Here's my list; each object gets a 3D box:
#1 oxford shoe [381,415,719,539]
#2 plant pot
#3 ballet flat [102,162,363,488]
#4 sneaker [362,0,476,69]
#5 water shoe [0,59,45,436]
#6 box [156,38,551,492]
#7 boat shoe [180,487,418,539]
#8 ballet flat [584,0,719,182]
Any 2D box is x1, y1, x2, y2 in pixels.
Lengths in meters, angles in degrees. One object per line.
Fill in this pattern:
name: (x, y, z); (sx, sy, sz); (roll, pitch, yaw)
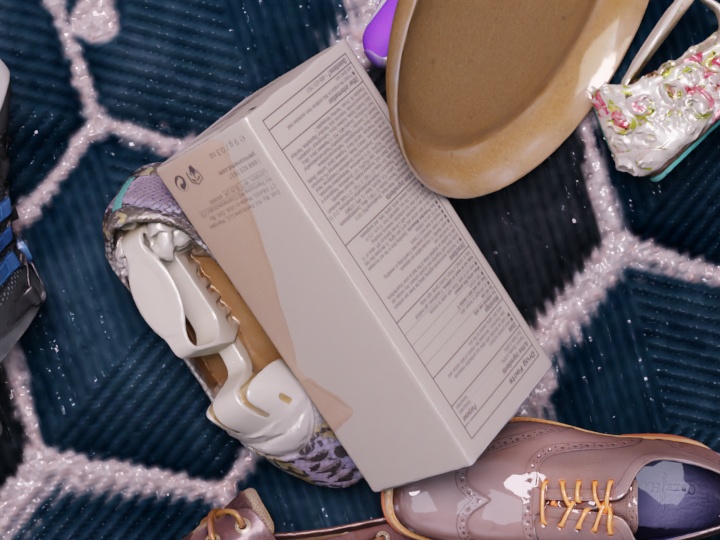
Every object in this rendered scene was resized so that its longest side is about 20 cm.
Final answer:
oxford shoe: (0.111, 0.114, 0.844); (0.197, 0.073, 0.072); (-3, 91, -12)
plant pot: (0.078, -0.130, 0.780); (0.027, 0.200, 0.201); (34, 93, 32)
ballet flat: (-0.069, 0.041, 0.820); (0.072, 0.072, 0.201); (-34, 100, -1)
sneaker: (0.044, -0.200, 0.808); (0.099, 0.070, 0.201); (35, 90, -3)
water shoe: (-0.198, -0.007, 0.810); (0.078, 0.071, 0.202); (13, 95, -37)
box: (0.000, 0.000, 0.801); (0.095, 0.077, 0.201); (-42, 104, -44)
boat shoe: (-0.062, 0.150, 0.841); (0.197, 0.072, 0.073); (3, 89, -11)
ballet flat: (0.199, -0.130, 0.831); (0.200, 0.076, 0.064); (-42, 93, -2)
